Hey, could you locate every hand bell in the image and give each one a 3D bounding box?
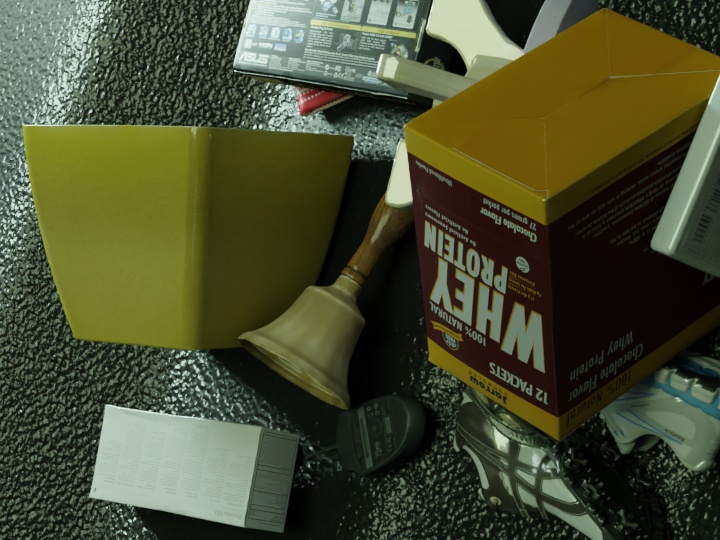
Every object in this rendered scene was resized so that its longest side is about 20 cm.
[{"bbox_3d":[0.000,0.000,1.649,0.104,0.104,0.200,26,78,37],"label":"hand bell"}]

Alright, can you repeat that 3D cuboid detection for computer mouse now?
[{"bbox_3d":[-0.019,0.147,1.663,0.200,0.034,0.059,-23,65,37],"label":"computer mouse"}]

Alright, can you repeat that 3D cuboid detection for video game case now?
[{"bbox_3d":[0.286,-0.085,1.392,0.023,0.182,0.200,24,94,43],"label":"video game case"}]

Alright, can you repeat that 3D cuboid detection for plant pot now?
[{"bbox_3d":[-0.142,-0.028,1.697,0.200,0.200,0.177,3,92,37],"label":"plant pot"}]

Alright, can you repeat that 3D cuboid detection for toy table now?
[{"bbox_3d":[0.095,-0.129,1.562,0.117,0.184,0.200,15,78,21],"label":"toy table"}]

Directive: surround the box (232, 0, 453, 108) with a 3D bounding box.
[{"bbox_3d":[-0.005,-0.224,1.691,0.200,0.049,0.162,12,90,41],"label":"box"}]

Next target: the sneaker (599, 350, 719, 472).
[{"bbox_3d":[0.186,0.084,1.500,0.200,0.075,0.087,31,116,43],"label":"sneaker"}]

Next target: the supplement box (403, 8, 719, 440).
[{"bbox_3d":[0.151,-0.034,1.410,0.133,0.197,0.200,31,141,40],"label":"supplement box"}]

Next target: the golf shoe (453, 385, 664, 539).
[{"bbox_3d":[0.142,0.156,1.521,0.200,0.078,0.095,50,126,35],"label":"golf shoe"}]

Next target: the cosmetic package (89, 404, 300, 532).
[{"bbox_3d":[-0.139,0.163,1.716,0.200,0.051,0.083,4,80,45],"label":"cosmetic package"}]

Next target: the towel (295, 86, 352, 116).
[{"bbox_3d":[-0.011,-0.245,1.749,0.144,0.022,0.200,-22,67,32],"label":"towel"}]
